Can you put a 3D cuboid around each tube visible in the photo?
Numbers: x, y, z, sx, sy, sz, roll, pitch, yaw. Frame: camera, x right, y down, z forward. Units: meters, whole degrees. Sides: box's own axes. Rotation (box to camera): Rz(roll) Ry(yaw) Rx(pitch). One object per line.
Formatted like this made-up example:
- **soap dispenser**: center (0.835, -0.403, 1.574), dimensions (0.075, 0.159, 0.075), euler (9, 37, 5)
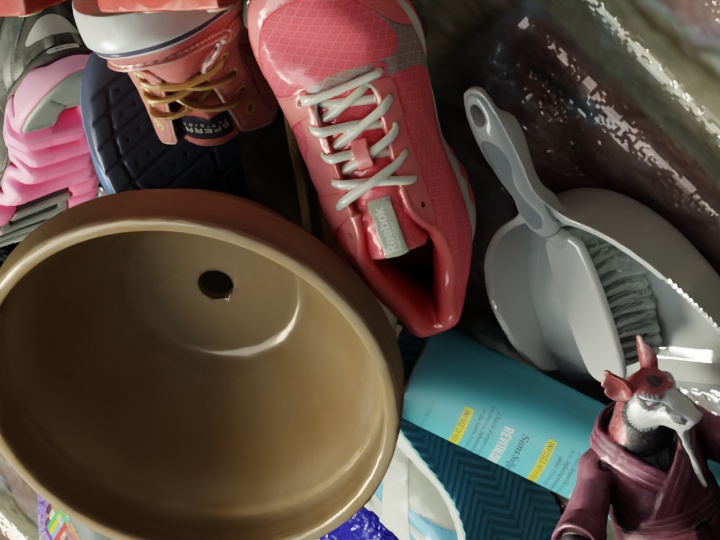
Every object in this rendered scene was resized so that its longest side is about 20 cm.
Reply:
- **tube**: center (0.115, 0.091, 1.256), dimensions (0.199, 0.051, 0.078), euler (26, 148, 2)

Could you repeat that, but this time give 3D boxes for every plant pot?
- **plant pot**: center (-0.074, 0.031, 1.177), dimensions (0.199, 0.093, 0.202), euler (5, 129, 7)

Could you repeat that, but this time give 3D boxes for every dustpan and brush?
- **dustpan and brush**: center (0.098, -0.010, 1.166), dimensions (0.139, 0.057, 0.201), euler (3, 127, 43)

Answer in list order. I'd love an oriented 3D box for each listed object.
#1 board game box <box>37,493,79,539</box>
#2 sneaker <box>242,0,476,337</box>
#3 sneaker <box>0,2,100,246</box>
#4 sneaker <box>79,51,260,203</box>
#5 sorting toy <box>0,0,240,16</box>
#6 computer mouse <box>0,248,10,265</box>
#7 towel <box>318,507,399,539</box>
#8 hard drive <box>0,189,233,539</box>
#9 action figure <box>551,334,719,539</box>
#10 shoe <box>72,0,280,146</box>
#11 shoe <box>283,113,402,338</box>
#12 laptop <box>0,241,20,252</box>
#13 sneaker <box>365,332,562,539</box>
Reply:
- **board game box**: center (-0.145, 0.088, 1.423), dimensions (0.039, 0.159, 0.199), euler (18, 158, -33)
- **sneaker**: center (0.010, -0.052, 1.109), dimensions (0.073, 0.087, 0.201), euler (-20, 132, 10)
- **sneaker**: center (-0.187, -0.084, 1.378), dimensions (0.096, 0.079, 0.200), euler (59, 147, 18)
- **sneaker**: center (-0.091, -0.038, 1.297), dimensions (0.082, 0.074, 0.201), euler (36, 158, 57)
- **sorting toy**: center (-0.062, -0.160, 1.051), dimensions (0.199, 0.198, 0.070), euler (3, 112, 42)
- **computer mouse**: center (-0.152, 0.021, 1.408), dimensions (0.059, 0.034, 0.199), euler (37, 166, -35)
- **towel**: center (-0.049, 0.130, 1.454), dimensions (0.200, 0.050, 0.147), euler (52, 144, -10)
- **hard drive**: center (-0.097, 0.067, 1.285), dimensions (0.139, 0.033, 0.201), euler (-19, 123, 2)
- **action figure**: center (0.152, 0.116, 1.192), dimensions (0.149, 0.133, 0.201), euler (-124, 16, -69)
- **shoe**: center (-0.074, -0.097, 1.140), dimensions (0.071, 0.200, 0.092), euler (-7, 106, 9)
- **shoe**: center (0.000, 0.000, 1.236), dimensions (0.070, 0.053, 0.202), euler (-141, 43, -63)
- **laptop**: center (-0.286, -0.050, 1.544), dimensions (0.199, 0.104, 0.177), euler (22, 147, -13)
- **sneaker**: center (0.046, 0.122, 1.342), dimensions (0.081, 0.076, 0.201), euler (-5, 115, 54)
